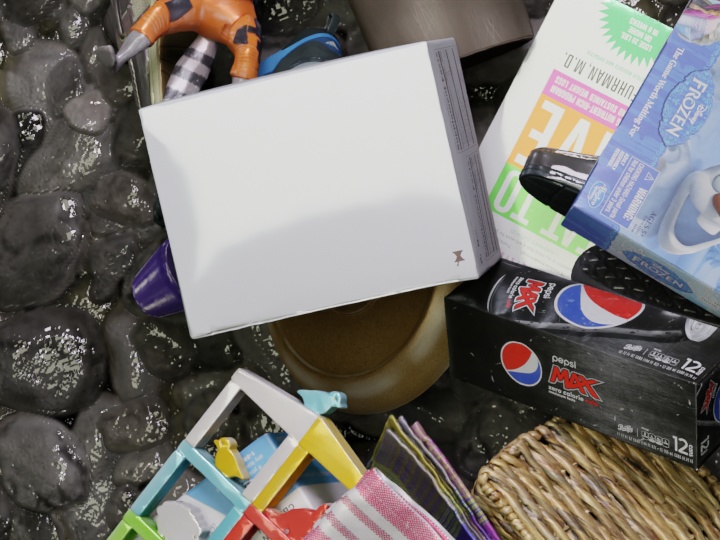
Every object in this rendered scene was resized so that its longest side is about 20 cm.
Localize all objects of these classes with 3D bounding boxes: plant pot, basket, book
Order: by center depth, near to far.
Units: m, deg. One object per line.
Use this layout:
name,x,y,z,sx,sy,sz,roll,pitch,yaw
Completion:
basket,0.173,0.198,1.540,0.142,0.149,0.200,-33,73,-20
basket,0.038,-0.238,1.582,0.135,0.180,0.202,-19,91,17
book,0.158,-0.085,1.582,0.133,0.048,0.201,28,94,14
plant pot,0.000,0.000,1.603,0.199,0.027,0.202,-9,76,38

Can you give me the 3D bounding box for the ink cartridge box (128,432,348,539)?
ink cartridge box,-0.041,0.235,1.568,0.146,0.146,0.201,-37,75,13

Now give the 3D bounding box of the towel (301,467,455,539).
towel,-0.007,0.245,1.453,0.146,0.030,0.200,44,99,4

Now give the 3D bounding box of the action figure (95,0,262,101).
action figure,-0.128,-0.203,1.631,0.198,0.105,0.194,18,56,6

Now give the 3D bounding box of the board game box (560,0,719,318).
board game box,0.264,-0.065,1.475,0.198,0.043,0.201,30,72,3

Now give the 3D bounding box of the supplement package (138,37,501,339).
supplement package,-0.024,-0.057,1.495,0.198,0.111,0.157,-12,95,12

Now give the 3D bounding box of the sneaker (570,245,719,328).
sneaker,0.228,0.050,1.520,0.199,0.072,0.083,23,131,19

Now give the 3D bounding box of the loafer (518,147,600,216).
loafer,0.206,-0.059,1.525,0.198,0.073,0.073,13,77,-7

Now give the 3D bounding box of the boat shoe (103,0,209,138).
boat shoe,-0.158,-0.184,1.691,0.064,0.073,0.202,-11,73,25

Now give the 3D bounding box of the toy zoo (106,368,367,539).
toy zoo,-0.074,0.159,1.497,0.131,0.020,0.200,42,99,18

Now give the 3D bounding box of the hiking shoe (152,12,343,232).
hiking shoe,-0.075,-0.096,1.658,0.200,0.074,0.087,-38,29,28

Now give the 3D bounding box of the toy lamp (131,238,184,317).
toy lamp,-0.085,-0.024,1.625,0.199,0.058,0.059,-31,76,29

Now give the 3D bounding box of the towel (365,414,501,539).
towel,0.068,0.197,1.543,0.023,0.144,0.201,-30,78,-19

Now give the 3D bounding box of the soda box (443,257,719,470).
soda box,0.152,0.057,1.483,0.199,0.063,0.071,19,129,34
